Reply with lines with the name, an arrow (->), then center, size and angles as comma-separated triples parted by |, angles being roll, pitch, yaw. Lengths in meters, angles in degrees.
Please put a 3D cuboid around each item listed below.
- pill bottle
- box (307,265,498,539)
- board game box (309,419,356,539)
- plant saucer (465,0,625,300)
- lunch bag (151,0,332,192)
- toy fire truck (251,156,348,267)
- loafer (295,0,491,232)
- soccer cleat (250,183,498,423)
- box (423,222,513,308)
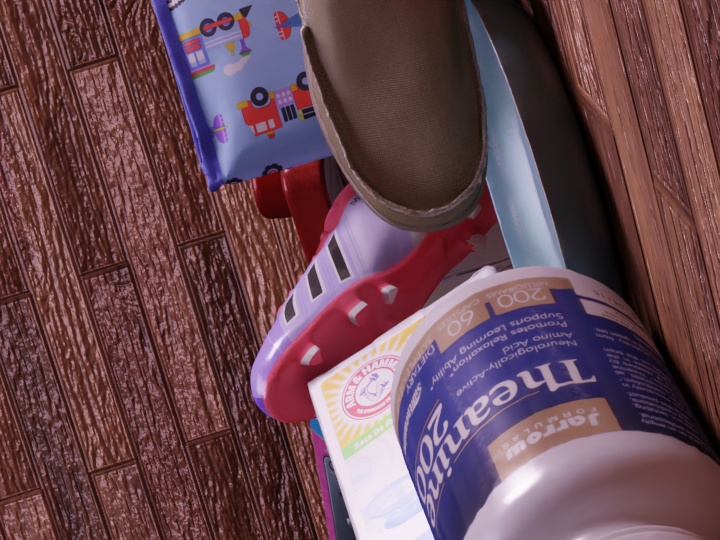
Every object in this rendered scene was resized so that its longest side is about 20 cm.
pill bottle -> 0.082, 0.090, 1.074 | 0.200, 0.111, 0.111 | -112, 6, -60
box -> 0.064, 0.112, 1.312 | 0.101, 0.112, 0.200 | 50, -167, -37
board game box -> 0.052, 0.171, 1.640 | 0.147, 0.064, 0.201 | 23, 132, 41
plant saucer -> 0.079, -0.034, 1.246 | 0.200, 0.027, 0.201 | 163, 90, -88
lunch bag -> -0.035, -0.160, 1.451 | 0.094, 0.150, 0.201 | -127, 20, -80
toy fire truck -> -0.017, -0.052, 1.722 | 0.200, 0.112, 0.168 | 75, -167, -51
loafer -> 0.006, -0.110, 1.204 | 0.067, 0.076, 0.201 | -87, -19, -81
soccer cleat -> 0.000, 0.000, 1.432 | 0.076, 0.200, 0.067 | 21, 144, 32
box -> 0.049, 0.003, 1.604 | 0.200, 0.068, 0.082 | 80, 172, -70
